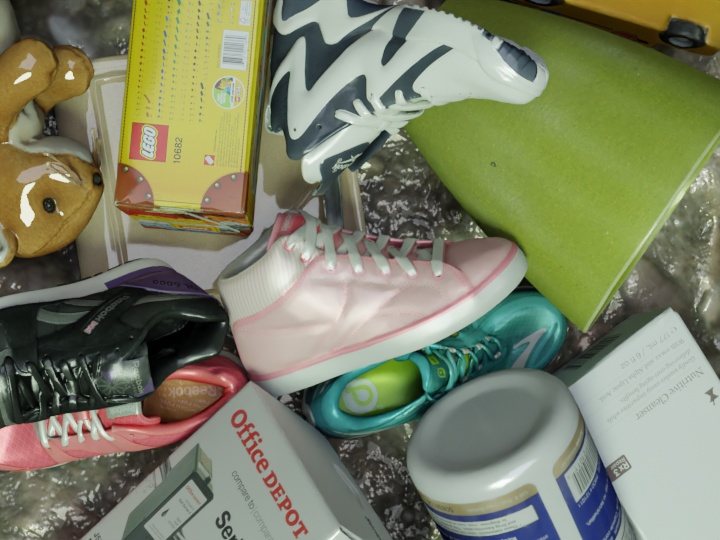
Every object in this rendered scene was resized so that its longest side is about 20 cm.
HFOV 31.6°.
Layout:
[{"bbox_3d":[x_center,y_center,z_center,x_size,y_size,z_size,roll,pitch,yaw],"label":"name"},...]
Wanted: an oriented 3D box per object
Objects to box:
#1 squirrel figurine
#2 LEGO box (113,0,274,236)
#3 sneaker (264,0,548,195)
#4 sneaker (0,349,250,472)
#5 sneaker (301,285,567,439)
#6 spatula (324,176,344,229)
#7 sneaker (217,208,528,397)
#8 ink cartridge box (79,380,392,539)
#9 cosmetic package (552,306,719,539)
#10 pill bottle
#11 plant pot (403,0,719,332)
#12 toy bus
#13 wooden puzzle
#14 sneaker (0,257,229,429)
[{"bbox_3d":[-0.262,-0.087,0.820,0.198,0.142,0.188,-23,102,7],"label":"squirrel figurine"},{"bbox_3d":[-0.097,-0.129,0.789,0.076,0.149,0.202,5,86,-3],"label":"LEGO box"},{"bbox_3d":[0.015,-0.099,0.788,0.198,0.079,0.131,22,100,27],"label":"sneaker"},{"bbox_3d":[-0.166,0.085,0.831,0.198,0.087,0.075,-11,87,-9],"label":"sneaker"},{"bbox_3d":[0.057,0.069,0.870,0.198,0.080,0.078,-22,89,-10],"label":"sneaker"},{"bbox_3d":[-0.021,-0.060,0.856,0.056,0.021,0.202,-9,87,6],"label":"spatula"},{"bbox_3d":[0.000,0.000,0.807,0.199,0.075,0.105,-22,107,13],"label":"sneaker"},{"bbox_3d":[-0.090,0.191,0.782,0.200,0.146,0.084,-44,133,3],"label":"ink cartridge box"},{"bbox_3d":[0.217,0.141,0.889,0.112,0.081,0.201,-35,91,-11],"label":"cosmetic package"},{"bbox_3d":[0.117,0.174,0.829,0.115,0.116,0.201,-31,115,-9],"label":"pill bottle"},{"bbox_3d":[0.123,-0.092,0.855,0.199,0.187,0.188,35,82,11],"label":"plant pot"},{"bbox_3d":[0.162,-0.205,0.903,0.198,0.078,0.066,15,84,-8],"label":"toy bus"},{"bbox_3d":[-0.102,-0.062,0.879,0.198,0.037,0.187,-9,88,-5],"label":"wooden puzzle"},{"bbox_3d":[-0.170,0.051,0.763,0.199,0.087,0.076,-27,124,-33],"label":"sneaker"}]
